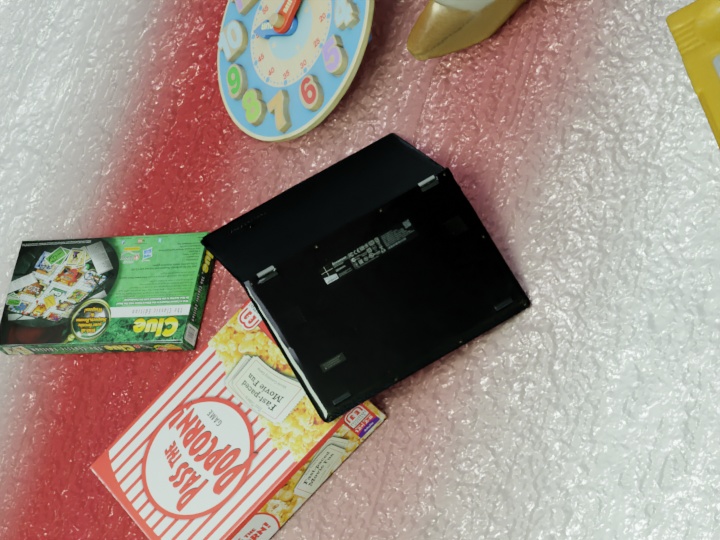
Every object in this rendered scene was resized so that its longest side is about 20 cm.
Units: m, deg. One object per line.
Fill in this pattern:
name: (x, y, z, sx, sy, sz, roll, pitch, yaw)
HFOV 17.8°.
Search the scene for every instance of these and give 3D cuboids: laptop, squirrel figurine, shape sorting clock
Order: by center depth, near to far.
laptop: (0.000, 0.000, 1.830, 0.187, 0.116, 0.200, -30, 80, -9)
squirrel figurine: (0.099, -0.302, 1.913, 0.200, 0.142, 0.187, -17, 42, 0)
shape sorting clock: (-0.060, -0.208, 1.962, 0.200, 0.039, 0.200, -23, 59, 45)

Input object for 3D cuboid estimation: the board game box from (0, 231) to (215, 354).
board game box: (-0.219, 0.020, 1.973, 0.200, 0.023, 0.105, -2, 62, 30)

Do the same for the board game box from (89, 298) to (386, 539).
board game box: (-0.099, 0.137, 1.823, 0.200, 0.046, 0.152, -47, 52, 0)

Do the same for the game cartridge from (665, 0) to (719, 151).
game cartridge: (0.340, -0.155, 1.737, 0.176, 0.032, 0.200, -27, 55, 15)
